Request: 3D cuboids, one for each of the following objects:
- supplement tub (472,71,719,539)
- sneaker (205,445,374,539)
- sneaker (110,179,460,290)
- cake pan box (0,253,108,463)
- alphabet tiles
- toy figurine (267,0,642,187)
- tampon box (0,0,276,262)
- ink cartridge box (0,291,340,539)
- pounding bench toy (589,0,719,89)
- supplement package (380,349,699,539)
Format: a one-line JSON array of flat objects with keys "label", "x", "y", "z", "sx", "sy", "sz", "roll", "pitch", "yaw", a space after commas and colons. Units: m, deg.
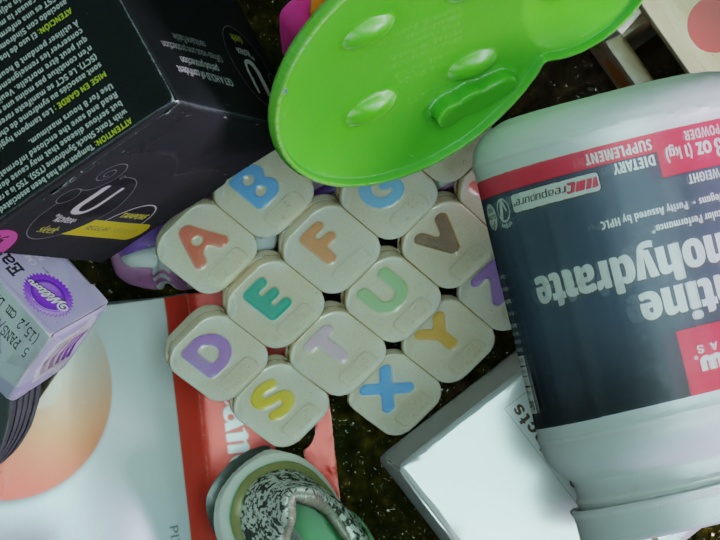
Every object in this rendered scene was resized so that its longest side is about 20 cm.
[{"label": "supplement tub", "x": 0.139, "y": 0.017, "z": 1.395, "sx": 0.140, "sy": 0.140, "sz": 0.200, "roll": -14, "pitch": 88, "yaw": -5}, {"label": "sneaker", "x": 0.002, "y": 0.177, "z": 1.519, "sx": 0.077, "sy": 0.089, "sz": 0.200, "roll": -44, "pitch": 103, "yaw": -12}, {"label": "sneaker", "x": -0.039, "y": -0.053, "z": 1.533, "sx": 0.200, "sy": 0.080, "sz": 0.089, "roll": -20, "pitch": 86, "yaw": -10}, {"label": "cake pan box", "x": -0.232, "y": 0.015, "z": 1.453, "sx": 0.200, "sy": 0.052, "sz": 0.184, "roll": 47, "pitch": 131, "yaw": 9}, {"label": "alphabet tiles", "x": 0.000, "y": 0.000, "z": 1.505, "sx": 0.200, "sy": 0.015, "sz": 0.196, "roll": -44, "pitch": 126, "yaw": 8}, {"label": "toy figurine", "x": 0.006, "y": -0.164, "z": 1.378, "sx": 0.200, "sy": 0.150, "sz": 0.184, "roll": -25, "pitch": 56, "yaw": -15}, {"label": "tampon box", "x": -0.145, "y": -0.120, "z": 1.366, "sx": 0.126, "sy": 0.150, "sz": 0.200, "roll": -32, "pitch": 76, "yaw": 17}, {"label": "ink cartridge box", "x": -0.112, "y": 0.095, "z": 1.537, "sx": 0.200, "sy": 0.050, "sz": 0.162, "roll": -6, "pitch": 92, "yaw": -2}, {"label": "pounding bench toy", "x": 0.193, "y": -0.123, "z": 1.488, "sx": 0.124, "sy": 0.200, "sz": 0.156, "roll": -35, "pitch": 93, "yaw": -4}, {"label": "supplement package", "x": 0.126, "y": 0.083, "z": 1.523, "sx": 0.200, "sy": 0.121, "sz": 0.120, "roll": -37, "pitch": 92, "yaw": -4}]
